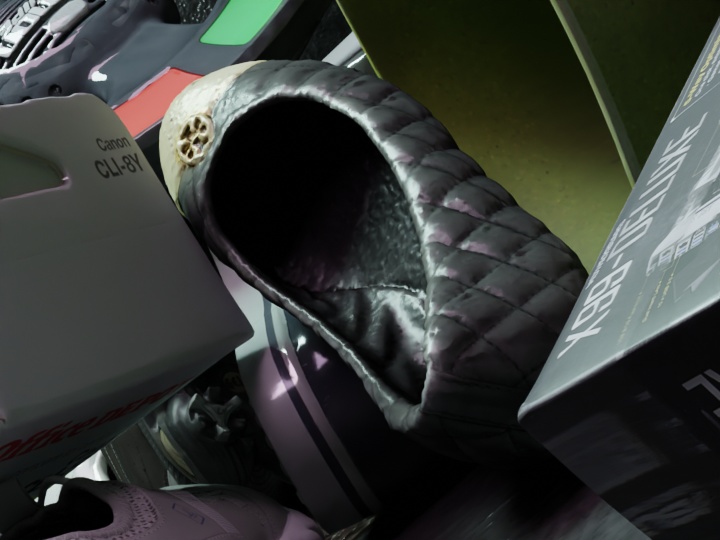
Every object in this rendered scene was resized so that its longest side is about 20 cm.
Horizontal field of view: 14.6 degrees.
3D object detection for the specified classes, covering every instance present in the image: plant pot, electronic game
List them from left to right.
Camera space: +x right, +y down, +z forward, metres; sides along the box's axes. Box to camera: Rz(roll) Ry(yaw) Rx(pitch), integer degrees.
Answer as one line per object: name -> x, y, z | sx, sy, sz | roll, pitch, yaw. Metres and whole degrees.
electronic game -> -0.095, -0.069, 0.896 | 0.200, 0.042, 0.200 | -21, 31, 14
plant pot -> 0.103, -0.111, 0.692 | 0.200, 0.187, 0.187 | -30, 4, -10

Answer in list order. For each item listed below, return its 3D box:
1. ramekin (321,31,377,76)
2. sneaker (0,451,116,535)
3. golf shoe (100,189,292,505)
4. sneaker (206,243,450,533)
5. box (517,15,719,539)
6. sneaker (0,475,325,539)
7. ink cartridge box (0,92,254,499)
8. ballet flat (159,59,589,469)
ramekin -> 0.049, -0.067, 1.016 | 0.202, 0.094, 0.202 | -42, 5, 5
sneaker -> -0.056, 0.048, 1.095 | 0.100, 0.075, 0.200 | -5, 33, 49
golf shoe -> -0.076, 0.010, 0.945 | 0.078, 0.200, 0.095 | 3, -40, -26
sneaker -> 0.000, 0.000, 0.828 | 0.079, 0.078, 0.200 | -30, 31, 4
box -> 0.122, -0.055, 0.497 | 0.158, 0.050, 0.200 | -36, 19, 50
sneaker -> -0.058, 0.074, 0.703 | 0.075, 0.082, 0.200 | -51, 7, -4
ink cartridge box -> -0.146, 0.048, 0.737 | 0.200, 0.083, 0.145 | -38, -7, 23
ballet flat -> -0.003, -0.011, 0.711 | 0.200, 0.057, 0.067 | 36, 111, 53
